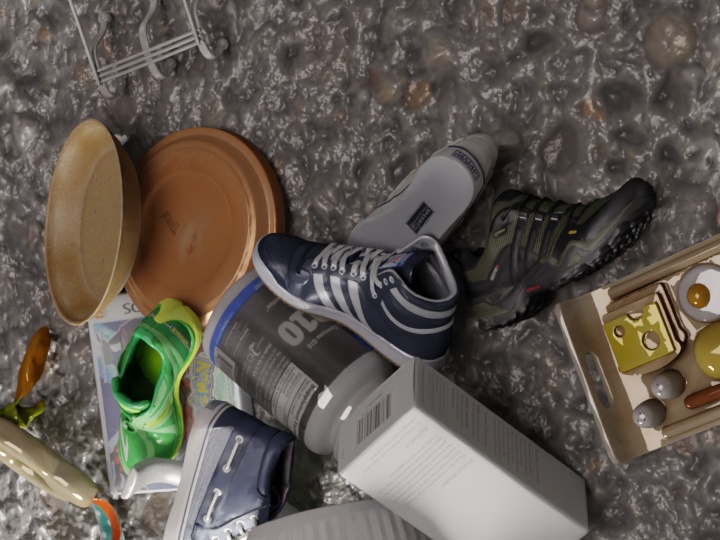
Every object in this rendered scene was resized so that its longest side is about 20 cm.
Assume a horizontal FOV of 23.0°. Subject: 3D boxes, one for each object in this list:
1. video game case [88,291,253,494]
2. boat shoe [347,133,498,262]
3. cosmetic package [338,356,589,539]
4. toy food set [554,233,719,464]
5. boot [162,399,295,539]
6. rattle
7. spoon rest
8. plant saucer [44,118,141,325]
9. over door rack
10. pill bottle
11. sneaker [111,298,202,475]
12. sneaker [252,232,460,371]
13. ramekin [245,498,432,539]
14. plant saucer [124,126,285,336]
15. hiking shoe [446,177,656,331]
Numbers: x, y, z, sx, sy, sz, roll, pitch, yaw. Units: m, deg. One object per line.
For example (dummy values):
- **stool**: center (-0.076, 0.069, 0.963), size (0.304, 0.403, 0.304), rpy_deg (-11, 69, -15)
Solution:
- **video game case**: center (-0.187, 0.116, 1.743), size (0.181, 0.023, 0.202), rpy_deg (-8, 89, 33)
- **boat shoe**: center (0.056, -0.054, 1.550), size (0.072, 0.066, 0.200), rpy_deg (43, 139, 6)
- **cosmetic package**: center (0.087, 0.173, 1.484), size (0.199, 0.074, 0.102), rpy_deg (37, 119, -21)
- **toy food set**: center (0.264, 0.057, 1.430), size (0.199, 0.060, 0.145), rpy_deg (-26, 80, 31)
- **boot**: center (-0.119, 0.223, 1.597), size (0.090, 0.073, 0.202), rpy_deg (21, 113, 24)
- **rattle**: center (-0.286, 0.176, 1.800), size (0.199, 0.143, 0.131), rpy_deg (26, 144, 19)
- **spoon rest**: center (-0.127, 0.235, 1.685), size (0.199, 0.061, 0.100), rpy_deg (29, 120, 5)
- **plant saucer**: center (-0.258, -0.046, 1.733), size (0.200, 0.035, 0.202), rpy_deg (-14, 74, 58)
- **over door rack**: center (-0.222, -0.281, 1.700), size (0.147, 0.067, 0.201), rpy_deg (-16, 106, 32)
- **pill bottle**: center (-0.038, 0.093, 1.594), size (0.200, 0.113, 0.114), rpy_deg (39, 113, 24)
- **sneaker**: center (-0.209, 0.118, 1.684), size (0.074, 0.083, 0.202), rpy_deg (29, 124, 25)
- **sneaker**: center (0.000, 0.000, 1.535), size (0.199, 0.070, 0.109), rpy_deg (31, 140, 12)
- **ramekin**: center (-0.013, 0.261, 1.550), size (0.201, 0.202, 0.095), rpy_deg (-19, 72, 32)
- **plant saucer**: center (-0.160, -0.038, 1.694), size (0.199, 0.032, 0.203), rpy_deg (-4, 83, 33)
- **hiking shoe**: center (0.154, -0.032, 1.484), size (0.200, 0.076, 0.101), rpy_deg (-37, 78, 30)
